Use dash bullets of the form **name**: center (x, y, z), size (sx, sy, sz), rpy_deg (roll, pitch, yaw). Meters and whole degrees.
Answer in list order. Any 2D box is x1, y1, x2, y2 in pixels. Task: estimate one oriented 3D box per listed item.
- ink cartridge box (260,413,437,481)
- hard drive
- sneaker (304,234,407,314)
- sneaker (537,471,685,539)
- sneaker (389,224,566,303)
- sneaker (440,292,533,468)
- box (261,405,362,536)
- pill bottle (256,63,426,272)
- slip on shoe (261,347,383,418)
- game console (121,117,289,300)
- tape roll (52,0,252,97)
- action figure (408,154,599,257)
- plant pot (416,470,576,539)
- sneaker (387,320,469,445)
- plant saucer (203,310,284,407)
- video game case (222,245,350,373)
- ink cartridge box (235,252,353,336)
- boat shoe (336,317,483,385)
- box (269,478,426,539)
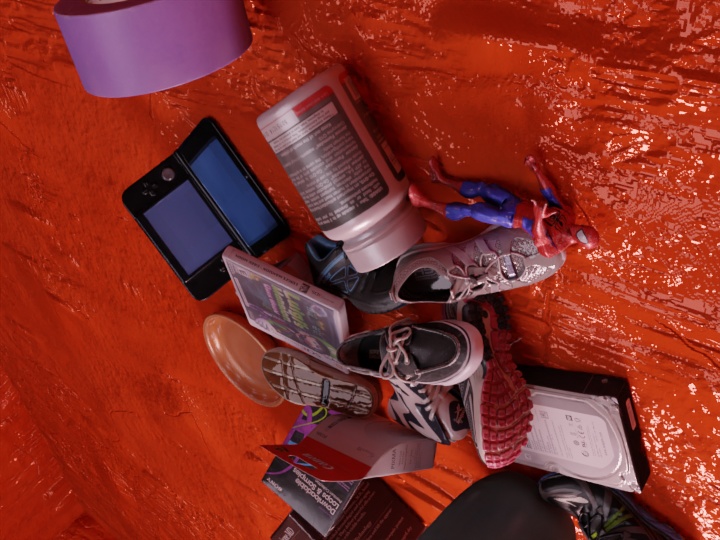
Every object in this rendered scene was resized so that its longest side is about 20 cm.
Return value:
- **ink cartridge box**: center (-0.017, 0.238, 0.998), size (0.158, 0.196, 0.049), rpy_deg (9, 91, 51)
- **hard drive**: center (0.231, 0.181, 0.858), size (0.197, 0.038, 0.142), rpy_deg (4, 125, 45)
- **sneaker**: center (0.000, 0.000, 0.905), size (0.197, 0.073, 0.083), rpy_deg (3, 124, 44)
- **sneaker**: center (0.299, 0.312, 0.863), size (0.197, 0.083, 0.072), rpy_deg (34, 147, 22)
- **sneaker**: center (0.120, 0.006, 0.759), size (0.196, 0.082, 0.076), rpy_deg (-15, 113, 33)
- **sneaker**: center (0.142, 0.121, 0.829), size (0.074, 0.079, 0.206), rpy_deg (-23, 71, 58)
- **box**: center (-0.056, 0.298, 1.159), size (0.141, 0.036, 0.203), rpy_deg (33, 99, 18)
- **pill bottle**: center (-0.017, -0.108, 0.791), size (0.113, 0.114, 0.203), rpy_deg (-16, 110, 51)
- **slip on shoe**: center (-0.057, 0.166, 1.099), size (0.195, 0.060, 0.078), rpy_deg (13, 103, 20)
- **game console**: center (-0.226, -0.082, 1.039), size (0.202, 0.170, 0.118), rpy_deg (53, 170, -7)
- **tape roll**: center (-0.221, -0.270, 0.785), size (0.197, 0.200, 0.087), rpy_deg (16, 135, 36)
- **action figure**: center (0.136, -0.075, 0.694), size (0.197, 0.066, 0.100), rpy_deg (25, 155, 29)
- **plant pot**: center (0.189, 0.368, 0.950), size (0.199, 0.161, 0.203), rpy_deg (34, 152, 22)
- **sneaker**: center (0.099, 0.158, 0.941), size (0.128, 0.079, 0.203), rpy_deg (26, 138, 25)
- **plant saucer**: center (-0.198, 0.152, 1.281), size (0.197, 0.037, 0.203), rpy_deg (28, 140, 26)
- **video game case**: center (-0.095, 0.060, 1.003), size (0.178, 0.024, 0.202), rpy_deg (24, 153, 17)
- **ink cartridge box**: center (-0.091, 0.085, 1.099), size (0.161, 0.050, 0.203), rpy_deg (-21, 103, 53)
- **boat shoe**: center (0.048, 0.091, 0.822), size (0.197, 0.067, 0.076), rpy_deg (-2, 83, 49)
- **box**: center (-0.024, 0.461, 1.269), size (0.199, 0.164, 0.167), rpy_deg (42, 144, 9)
